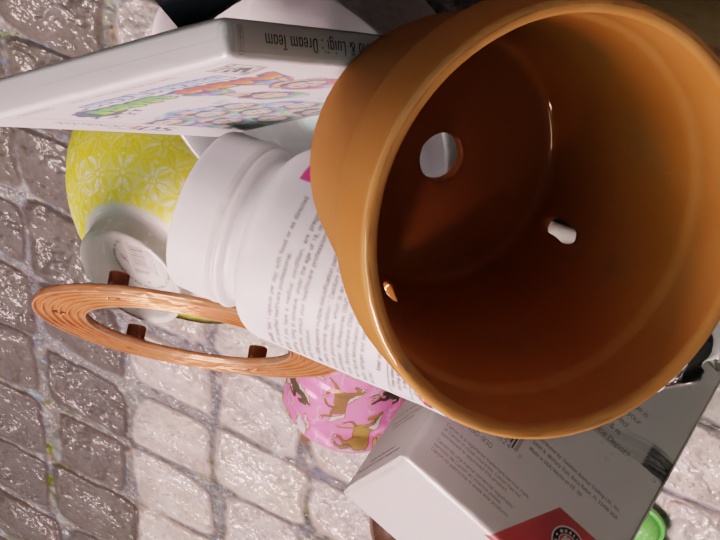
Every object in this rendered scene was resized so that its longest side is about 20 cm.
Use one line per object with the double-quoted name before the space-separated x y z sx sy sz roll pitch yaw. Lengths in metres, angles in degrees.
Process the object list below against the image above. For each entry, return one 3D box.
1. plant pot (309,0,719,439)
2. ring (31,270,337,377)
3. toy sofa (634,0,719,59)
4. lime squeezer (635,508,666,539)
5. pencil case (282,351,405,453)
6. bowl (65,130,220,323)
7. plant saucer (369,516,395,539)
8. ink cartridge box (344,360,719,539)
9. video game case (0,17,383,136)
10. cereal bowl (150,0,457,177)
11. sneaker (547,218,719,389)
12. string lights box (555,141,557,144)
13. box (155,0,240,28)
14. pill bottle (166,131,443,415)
"plant pot" 0.063 -0.039 0.922 0.201 0.200 0.140 60 167 -28
"ring" -0.106 0.034 1.239 0.199 0.019 0.201 10 166 2
"toy sofa" 0.191 -0.115 0.988 0.199 0.083 0.098 20 137 20
"lime squeezer" 0.179 0.180 1.333 0.038 0.071 0.199 -29 141 34
"pencil case" 0.000 0.038 1.306 0.087 0.083 0.201 46 148 23
"bowl" -0.124 -0.030 1.309 0.199 0.108 0.201 21 140 19
"plant saucer" 0.101 0.211 1.451 0.199 0.035 0.201 22 142 18
"ink cartridge box" 0.107 0.096 1.185 0.147 0.200 0.083 42 146 -7
"video game case" -0.072 -0.096 1.024 0.199 0.181 0.024 -8 85 42
"cereal bowl" -0.019 -0.116 1.154 0.199 0.083 0.201 21 141 18
"sneaker" 0.154 0.034 1.077 0.074 0.089 0.199 20 -176 44
"string lights box" 0.167 -0.064 1.045 0.199 0.103 0.059 20 142 20
"box" -0.013 -0.232 0.928 0.182 0.200 0.104 -21 115 48
"pill bottle" 0.000 0.000 1.100 0.199 0.114 0.114 22 141 17
